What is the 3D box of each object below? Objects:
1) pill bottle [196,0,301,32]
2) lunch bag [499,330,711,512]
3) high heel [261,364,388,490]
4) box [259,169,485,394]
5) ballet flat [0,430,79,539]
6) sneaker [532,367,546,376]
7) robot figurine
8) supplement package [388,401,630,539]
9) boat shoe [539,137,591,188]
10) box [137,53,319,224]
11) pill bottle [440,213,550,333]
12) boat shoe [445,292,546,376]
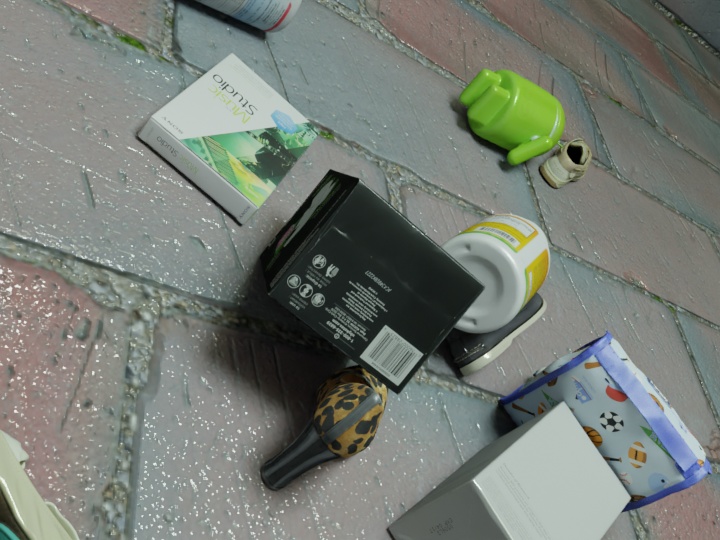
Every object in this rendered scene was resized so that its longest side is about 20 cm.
[{"bbox_3d":[-0.176,-0.389,0.988,0.200,0.109,0.109,15,48,-36],"label":"pill bottle"},{"bbox_3d":[0.269,0.165,0.845,0.124,0.200,0.170,-32,77,-18],"label":"lunch bag"},{"bbox_3d":[0.010,0.113,0.696,0.071,0.143,0.200,50,37,3],"label":"high heel"},{"bbox_3d":[0.000,0.000,0.731,0.148,0.124,0.200,39,2,-14],"label":"box"},{"bbox_3d":[-0.230,0.151,0.498,0.200,0.069,0.069,54,37,4],"label":"ballet flat"},{"bbox_3d":[0.304,0.179,0.992,0.200,0.072,0.072,35,40,-15],"label":"sneaker"},{"bbox_3d":[0.262,-0.261,1.306,0.200,0.116,0.176,16,39,-35],"label":"robot figurine"},{"bbox_3d":[0.149,0.232,0.746,0.200,0.121,0.120,-20,72,-51],"label":"supplement package"},{"bbox_3d":[0.396,-0.208,1.435,0.072,0.065,0.200,52,37,6],"label":"boat shoe"},{"bbox_3d":[-0.139,-0.155,0.876,0.144,0.036,0.200,40,38,-10],"label":"box"},{"bbox_3d":[0.161,-0.006,0.919,0.111,0.111,0.200,52,28,5],"label":"pill bottle"},{"bbox_3d":[0.169,0.059,0.964,0.063,0.073,0.200,54,42,3],"label":"boat shoe"}]
